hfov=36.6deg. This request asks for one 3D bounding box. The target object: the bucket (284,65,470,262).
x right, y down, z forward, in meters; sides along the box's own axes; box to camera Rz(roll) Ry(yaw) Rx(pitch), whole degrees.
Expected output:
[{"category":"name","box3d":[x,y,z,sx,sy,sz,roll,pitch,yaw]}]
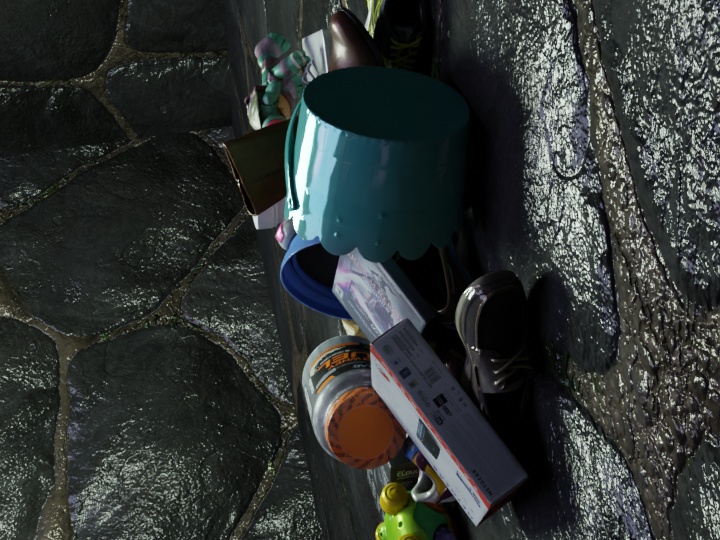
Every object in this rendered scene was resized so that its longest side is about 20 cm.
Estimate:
[{"category":"bucket","box3d":[0.019,-0.119,1.148,0.208,0.205,0.136,-113,25,-53]}]

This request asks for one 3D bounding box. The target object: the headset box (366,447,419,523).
[{"category":"headset box","box3d":[0.059,0.282,1.599,0.149,0.077,0.201,-112,18,-50]}]

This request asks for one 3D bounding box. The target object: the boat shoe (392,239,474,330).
[{"category":"boat shoe","box3d":[0.064,-0.026,1.204,0.201,0.072,0.072,54,-165,27]}]

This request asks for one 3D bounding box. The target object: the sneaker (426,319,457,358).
[{"category":"sneaker","box3d":[0.077,0.057,1.319,0.201,0.073,0.083,100,161,-58]}]

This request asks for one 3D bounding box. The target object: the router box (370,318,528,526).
[{"category":"router box","box3d":[0.088,0.165,1.146,0.200,0.049,0.180,52,169,17]}]

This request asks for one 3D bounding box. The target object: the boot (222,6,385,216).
[{"category":"boot","box3d":[-0.068,-0.179,1.227,0.069,0.199,0.189,48,157,43]}]

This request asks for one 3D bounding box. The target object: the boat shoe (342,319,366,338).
[{"category":"boat shoe","box3d":[0.024,0.116,1.692,0.200,0.073,0.070,-130,20,-72]}]

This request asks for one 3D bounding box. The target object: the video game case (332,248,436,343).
[{"category":"video game case","box3d":[0.022,0.036,1.251,0.143,0.019,0.200,53,162,15]}]

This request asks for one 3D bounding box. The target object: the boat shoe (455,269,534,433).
[{"category":"boat shoe","box3d":[0.139,0.081,1.041,0.201,0.074,0.074,80,164,-48]}]

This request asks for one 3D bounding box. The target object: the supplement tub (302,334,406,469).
[{"category":"supplement tub","box3d":[-0.006,0.164,1.359,0.200,0.121,0.124,-124,26,-74]}]

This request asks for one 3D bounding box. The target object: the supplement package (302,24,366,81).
[{"category":"supplement package","box3d":[0.002,-0.207,1.394,0.156,0.110,0.202,-147,50,-76]}]

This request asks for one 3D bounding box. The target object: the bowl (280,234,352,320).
[{"category":"bowl","box3d":[0.000,0.000,1.365,0.201,0.199,0.040,99,178,-59]}]

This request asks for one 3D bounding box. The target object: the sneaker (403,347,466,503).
[{"category":"sneaker","box3d":[0.095,0.189,1.281,0.075,0.089,0.202,-123,26,-65]}]

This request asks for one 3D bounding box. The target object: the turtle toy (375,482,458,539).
[{"category":"turtle toy","box3d":[0.087,0.380,1.458,0.146,0.100,0.201,95,163,-50]}]

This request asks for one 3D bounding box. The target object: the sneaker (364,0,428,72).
[{"category":"sneaker","box3d":[0.038,-0.263,1.250,0.085,0.074,0.202,-117,21,-58]}]

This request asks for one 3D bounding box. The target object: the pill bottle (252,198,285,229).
[{"category":"pill bottle","box3d":[-0.055,-0.113,1.537,0.111,0.198,0.113,171,90,-79]}]

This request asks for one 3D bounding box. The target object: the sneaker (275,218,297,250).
[{"category":"sneaker","box3d":[-0.012,-0.044,1.409,0.089,0.198,0.082,67,148,30]}]

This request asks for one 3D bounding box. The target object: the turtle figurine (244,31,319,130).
[{"category":"turtle figurine","box3d":[-0.095,-0.209,1.368,0.201,0.100,0.151,-103,10,-51]}]
